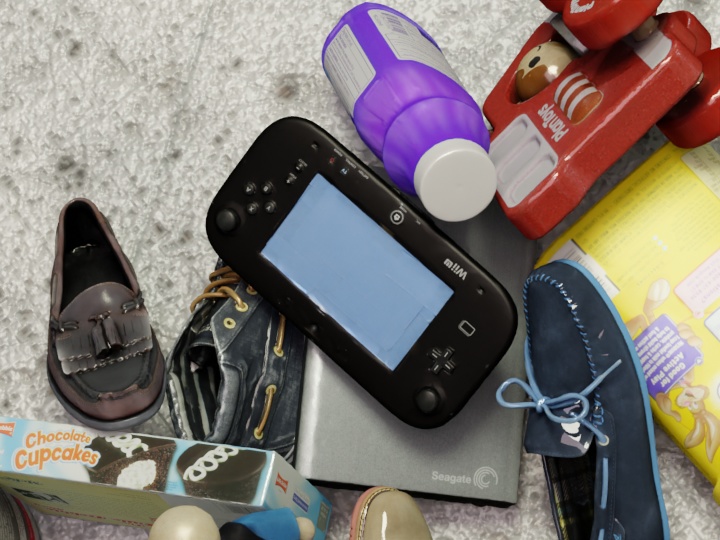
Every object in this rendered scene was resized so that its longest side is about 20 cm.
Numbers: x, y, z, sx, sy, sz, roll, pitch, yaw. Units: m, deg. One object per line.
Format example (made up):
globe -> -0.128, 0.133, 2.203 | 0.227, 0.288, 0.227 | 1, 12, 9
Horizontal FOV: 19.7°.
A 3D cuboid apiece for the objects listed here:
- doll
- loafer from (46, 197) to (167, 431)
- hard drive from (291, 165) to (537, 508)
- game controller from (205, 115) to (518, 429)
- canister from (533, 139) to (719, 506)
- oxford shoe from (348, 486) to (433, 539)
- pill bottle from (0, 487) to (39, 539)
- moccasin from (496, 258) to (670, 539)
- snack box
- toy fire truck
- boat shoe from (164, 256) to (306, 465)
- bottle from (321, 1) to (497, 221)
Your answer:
doll -> -0.053, 0.203, 1.162 | 0.048, 0.200, 0.137 | -5, 44, 37
loafer -> -0.165, 0.024, 1.275 | 0.071, 0.063, 0.200 | -13, 31, -7
hard drive -> 0.035, 0.040, 1.289 | 0.139, 0.033, 0.201 | 7, 77, -8
game controller -> 0.000, 0.000, 1.237 | 0.200, 0.042, 0.105 | 41, 116, 12
canister -> 0.218, 0.032, 1.251 | 0.148, 0.087, 0.200 | -41, 72, -2
oxford shoe -> 0.049, 0.217, 1.192 | 0.075, 0.070, 0.201 | -24, 79, 44
pill bottle -> -0.273, 0.161, 1.246 | 0.110, 0.200, 0.111 | -3, 74, 9
moccasin -> 0.131, 0.096, 1.217 | 0.068, 0.080, 0.201 | -21, 96, -28
snack box -> -0.129, 0.129, 1.258 | 0.199, 0.116, 0.037 | 6, 71, 19
toy fire truck -> 0.131, -0.112, 1.259 | 0.168, 0.200, 0.112 | -43, 113, 7
boat shoe -> -0.073, 0.021, 1.292 | 0.071, 0.091, 0.202 | -13, 73, 36
bottle -> 0.033, -0.095, 1.265 | 0.065, 0.083, 0.200 | -50, 30, 15
